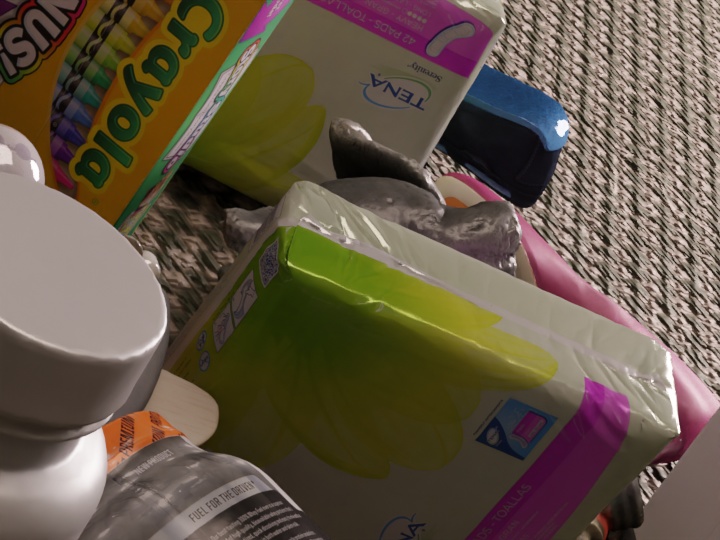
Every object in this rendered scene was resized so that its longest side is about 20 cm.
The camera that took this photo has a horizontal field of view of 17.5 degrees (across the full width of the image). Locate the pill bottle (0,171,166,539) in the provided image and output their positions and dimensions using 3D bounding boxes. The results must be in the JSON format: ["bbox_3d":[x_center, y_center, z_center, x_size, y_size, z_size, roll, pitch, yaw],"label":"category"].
[{"bbox_3d":[-0.148,0.070,0.774,0.114,0.201,0.115,26,28,-15],"label":"pill bottle"}]

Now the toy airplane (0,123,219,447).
[{"bbox_3d":[-0.171,0.007,0.918,0.199,0.142,0.199,47,29,23],"label":"toy airplane"}]

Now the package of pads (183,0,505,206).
[{"bbox_3d":[-0.043,-0.116,1.229,0.199,0.155,0.068,24,22,-19],"label":"package of pads"}]

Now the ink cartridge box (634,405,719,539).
[{"bbox_3d":[0.244,0.115,1.202,0.199,0.147,0.083,1,41,-49],"label":"ink cartridge box"}]

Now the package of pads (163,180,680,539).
[{"bbox_3d":[0.015,0.063,1.021,0.199,0.155,0.069,25,38,-19],"label":"package of pads"}]

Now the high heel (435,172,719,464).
[{"bbox_3d":[0.119,0.022,1.291,0.096,0.068,0.200,-18,62,-46],"label":"high heel"}]

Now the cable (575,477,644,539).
[{"bbox_3d":[0.102,0.100,1.138,0.050,0.098,0.200,-2,29,-4],"label":"cable"}]

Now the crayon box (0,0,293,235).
[{"bbox_3d":[-0.136,-0.130,1.103,0.172,0.200,0.058,41,28,7],"label":"crayon box"}]

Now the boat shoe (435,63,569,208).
[{"bbox_3d":[0.030,-0.097,1.388,0.084,0.069,0.200,-13,36,-40],"label":"boat shoe"}]

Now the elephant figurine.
[{"bbox_3d":[0.000,0.000,1.163,0.140,0.156,0.200,-17,20,-8],"label":"elephant figurine"}]

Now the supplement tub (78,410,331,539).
[{"bbox_3d":[-0.041,0.153,0.848,0.200,0.123,0.122,45,29,17],"label":"supplement tub"}]
